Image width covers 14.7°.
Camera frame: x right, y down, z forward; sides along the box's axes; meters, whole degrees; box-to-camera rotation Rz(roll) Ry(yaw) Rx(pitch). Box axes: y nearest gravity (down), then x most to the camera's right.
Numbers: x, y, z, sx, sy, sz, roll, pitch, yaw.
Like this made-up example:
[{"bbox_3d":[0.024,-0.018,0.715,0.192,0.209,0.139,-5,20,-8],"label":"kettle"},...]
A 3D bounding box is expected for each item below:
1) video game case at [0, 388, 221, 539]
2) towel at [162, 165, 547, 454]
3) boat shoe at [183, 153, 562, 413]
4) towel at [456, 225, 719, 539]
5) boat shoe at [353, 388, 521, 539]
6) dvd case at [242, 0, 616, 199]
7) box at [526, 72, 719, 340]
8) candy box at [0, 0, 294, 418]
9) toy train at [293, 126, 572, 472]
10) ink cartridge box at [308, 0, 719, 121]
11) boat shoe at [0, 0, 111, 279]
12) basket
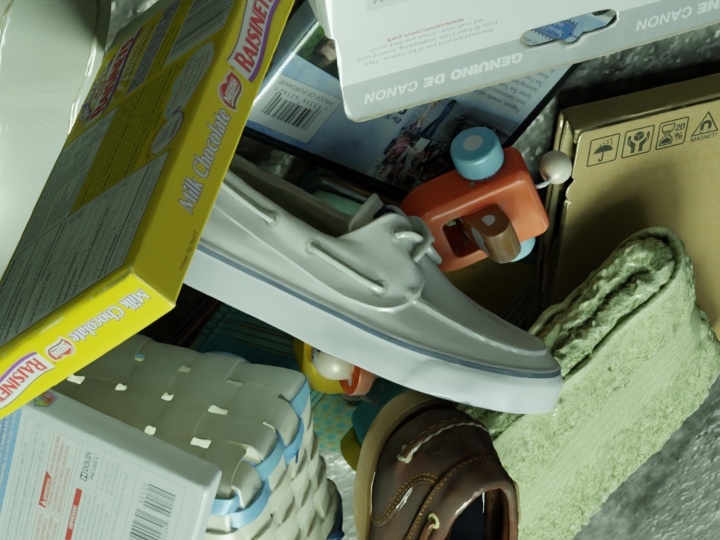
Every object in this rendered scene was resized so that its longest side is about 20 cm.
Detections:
[{"bbox_3d":[-0.163,0.095,1.170,0.199,0.018,0.144,24,130,7],"label":"video game case"},{"bbox_3d":[0.007,0.030,1.339,0.199,0.022,0.147,19,121,-42],"label":"towel"},{"bbox_3d":[0.000,0.000,1.200,0.199,0.074,0.066,23,103,0],"label":"boat shoe"},{"bbox_3d":[0.093,0.080,1.319,0.200,0.036,0.149,-46,149,-8],"label":"towel"},{"bbox_3d":[0.032,0.147,1.230,0.070,0.070,0.201,-25,137,-26],"label":"boat shoe"},{"bbox_3d":[0.049,-0.116,1.211,0.142,0.018,0.200,20,120,-42],"label":"dvd case"},{"bbox_3d":[0.177,-0.029,1.354,0.199,0.021,0.164,-14,134,-22],"label":"box"},{"bbox_3d":[-0.078,-0.041,1.003,0.026,0.201,0.102,39,132,-20],"label":"candy box"},{"bbox_3d":[0.045,0.034,1.287,0.149,0.056,0.201,-20,134,0],"label":"toy train"},{"bbox_3d":[0.065,-0.170,1.091,0.199,0.084,0.176,-15,132,-7],"label":"ink cartridge box"},{"bbox_3d":[-0.154,-0.058,1.123,0.074,0.062,0.201,-6,132,-28],"label":"boat shoe"},{"bbox_3d":[-0.095,0.130,1.268,0.175,0.139,0.201,11,136,17],"label":"basket"}]
